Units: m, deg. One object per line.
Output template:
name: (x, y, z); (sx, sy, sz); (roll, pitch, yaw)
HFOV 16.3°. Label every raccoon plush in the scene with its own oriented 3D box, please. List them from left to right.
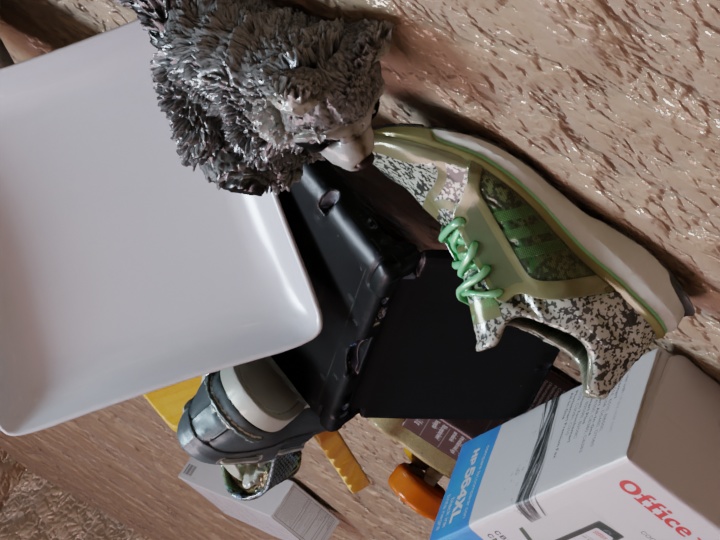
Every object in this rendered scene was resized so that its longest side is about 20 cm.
raccoon plush: (-0.071, -0.118, 1.270); (0.199, 0.097, 0.134); (34, 159, 0)

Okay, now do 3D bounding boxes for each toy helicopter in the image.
toy helicopter: (0.007, 0.081, 1.782); (0.200, 0.079, 0.132); (37, -171, -8)

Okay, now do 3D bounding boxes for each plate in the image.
plate: (-0.140, -0.029, 1.409); (0.032, 0.198, 0.201); (-56, -53, -79)

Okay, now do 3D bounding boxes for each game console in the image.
game console: (0.023, 0.003, 1.455); (0.176, 0.116, 0.200); (51, 154, 18)

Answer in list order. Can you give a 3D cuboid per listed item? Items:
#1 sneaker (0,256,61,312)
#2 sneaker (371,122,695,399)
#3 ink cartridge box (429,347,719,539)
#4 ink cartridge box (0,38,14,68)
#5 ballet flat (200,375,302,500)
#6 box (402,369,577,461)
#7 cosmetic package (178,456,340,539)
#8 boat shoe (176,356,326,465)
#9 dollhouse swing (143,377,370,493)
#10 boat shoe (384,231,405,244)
sneaker: (-0.155, -0.057, 1.476); (0.091, 0.200, 0.066); (51, 170, -10)
sneaker: (0.074, -0.004, 1.316); (0.199, 0.089, 0.077); (33, 167, 4)
ink cartridge box: (0.160, 0.145, 1.507); (0.146, 0.085, 0.200); (36, 145, -17)
ink cartridge box: (-0.279, -0.098, 1.613); (0.201, 0.128, 0.125); (60, -178, 21)
ballet flat: (-0.078, 0.088, 1.738); (0.074, 0.074, 0.201); (26, 143, 29)
box: (0.130, 0.120, 1.671); (0.199, 0.075, 0.100); (31, 167, 4)
cosmetic package: (-0.112, 0.249, 2.766); (0.083, 0.051, 0.200); (44, 164, -32)
boat shoe: (-0.059, 0.083, 1.561); (0.073, 0.062, 0.200); (52, -166, 8)
dollhouse swing: (-0.111, 0.096, 1.907); (0.200, 0.181, 0.177); (63, -171, -66)
boat shoe: (0.000, 0.000, 1.576); (0.068, 0.075, 0.200); (4, 153, 18)
